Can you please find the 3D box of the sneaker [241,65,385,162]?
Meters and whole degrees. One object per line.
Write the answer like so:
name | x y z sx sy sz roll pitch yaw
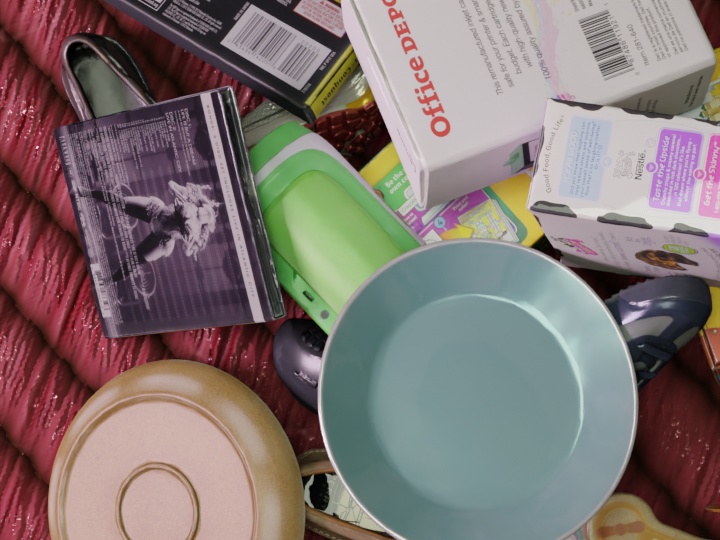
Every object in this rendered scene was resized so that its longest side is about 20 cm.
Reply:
sneaker | -0.016 -0.126 1.685 0.199 0.078 0.082 -32 64 2

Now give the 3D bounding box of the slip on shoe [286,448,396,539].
slip on shoe | 0.043 0.161 1.647 0.199 0.061 0.077 17 87 9

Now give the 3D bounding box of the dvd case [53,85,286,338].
dvd case | -0.127 -0.034 1.630 0.016 0.199 0.150 -17 96 -37

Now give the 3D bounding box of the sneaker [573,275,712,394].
sneaker | 0.153 0.081 1.577 0.200 0.070 0.082 -41 44 36

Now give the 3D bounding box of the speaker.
speaker | 0.000 0.000 1.598 0.088 0.088 0.200 -44 81 2

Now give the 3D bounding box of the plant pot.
plant pot | -0.130 0.160 1.656 0.199 0.027 0.202 0 89 27

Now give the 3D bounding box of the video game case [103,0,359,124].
video game case | -0.056 -0.215 1.670 0.199 0.026 0.181 32 76 26

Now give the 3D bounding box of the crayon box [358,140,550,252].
crayon box | 0.056 -0.035 1.665 0.200 0.058 0.119 -43 81 2

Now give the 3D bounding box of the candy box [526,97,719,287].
candy box | 0.212 -0.038 1.499 0.199 0.168 0.072 9 81 13

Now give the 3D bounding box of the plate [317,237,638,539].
plate | 0.071 0.080 1.527 0.199 0.026 0.202 1 77 -6

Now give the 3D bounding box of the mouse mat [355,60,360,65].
mouse mat | 0.030 -0.223 1.670 0.160 0.008 0.201 19 71 23

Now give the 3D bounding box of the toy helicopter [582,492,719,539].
toy helicopter | 0.238 0.186 1.588 0.199 0.079 0.133 24 88 -6

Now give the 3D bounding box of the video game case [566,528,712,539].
video game case | 0.138 0.253 1.618 0.199 0.024 0.183 10 86 -8

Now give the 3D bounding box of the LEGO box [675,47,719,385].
LEGO box | 0.266 -0.047 1.617 0.148 0.077 0.201 -20 76 7

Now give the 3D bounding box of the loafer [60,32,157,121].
loafer | -0.147 -0.076 1.694 0.072 0.063 0.201 -34 81 3

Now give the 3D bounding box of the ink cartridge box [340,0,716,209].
ink cartridge box | 0.102 -0.145 1.567 0.199 0.084 0.146 -21 74 -7

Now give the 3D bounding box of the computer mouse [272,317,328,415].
computer mouse | 0.003 0.096 1.630 0.200 0.034 0.059 39 123 37
